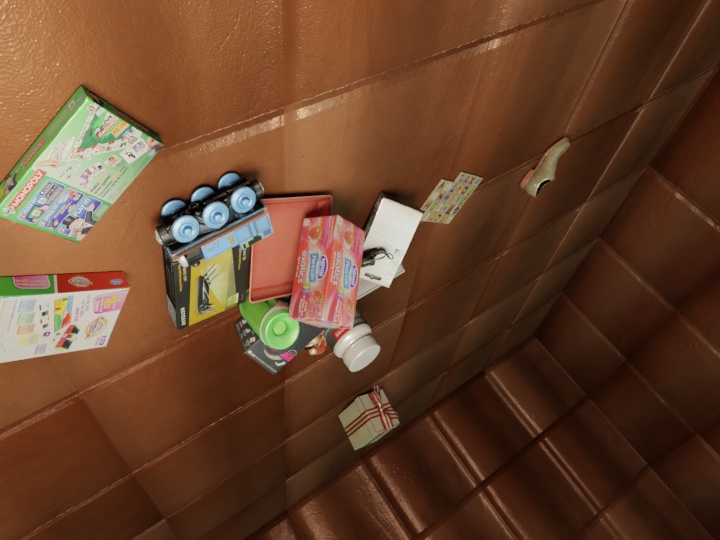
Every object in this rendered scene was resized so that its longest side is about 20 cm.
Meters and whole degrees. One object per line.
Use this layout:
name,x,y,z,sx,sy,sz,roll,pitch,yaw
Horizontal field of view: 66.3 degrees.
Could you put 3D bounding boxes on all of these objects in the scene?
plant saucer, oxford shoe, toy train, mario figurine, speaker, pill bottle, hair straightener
plant saucer,-0.147,-0.051,1.114,0.197,0.036,0.206,-11,115,-44
oxford shoe,0.592,-0.319,1.724,0.070,0.075,0.202,3,130,-53
toy train,-0.245,-0.079,0.933,0.197,0.086,0.116,-31,135,-20
mario figurine,-0.147,0.184,1.457,0.199,0.121,0.108,32,84,-57
speaker,-0.195,0.093,1.155,0.086,0.199,0.091,-8,108,-25
pill bottle,-0.042,0.144,1.392,0.112,0.201,0.115,-29,152,-17
hair straightener,-0.018,-0.011,1.259,0.193,0.077,0.042,-10,116,-3

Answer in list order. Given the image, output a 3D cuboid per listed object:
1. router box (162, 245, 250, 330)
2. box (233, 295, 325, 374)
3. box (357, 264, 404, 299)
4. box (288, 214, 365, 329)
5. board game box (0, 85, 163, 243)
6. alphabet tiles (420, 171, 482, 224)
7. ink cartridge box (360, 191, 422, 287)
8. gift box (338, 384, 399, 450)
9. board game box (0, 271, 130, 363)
router box,-0.295,0.010,1.065,0.154,0.053,0.203,-24,149,-31
box,-0.180,0.122,1.296,0.199,0.106,0.122,-42,134,2
box,0.000,0.000,1.359,0.197,0.119,0.060,-30,-179,-21
box,-0.063,0.006,1.089,0.102,0.092,0.207,24,69,-50
board game box,-0.383,-0.135,0.752,0.200,0.029,0.134,-45,153,8
alphabet tiles,0.244,-0.200,1.518,0.197,0.008,0.169,-2,135,-53
ink cartridge box,0.058,-0.071,1.314,0.106,0.051,0.204,18,111,-16
gift box,0.046,0.606,2.304,0.197,0.187,0.187,-10,151,-51
board game box,-0.499,0.075,0.904,0.197,0.041,0.155,-4,136,-51
